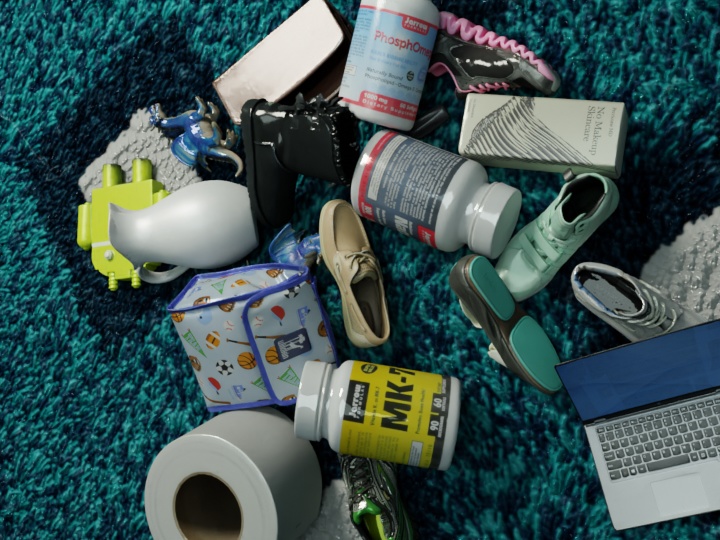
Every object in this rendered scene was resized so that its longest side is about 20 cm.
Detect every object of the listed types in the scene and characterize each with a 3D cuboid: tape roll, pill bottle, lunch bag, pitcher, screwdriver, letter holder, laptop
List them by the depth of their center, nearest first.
[{"bbox_3d":[0.340,0.180,0.902,0.184,0.115,0.205,-19,77,21],"label":"laptop"},{"bbox_3d":[0.021,0.176,1.008,0.195,0.114,0.117,8,87,3],"label":"pill bottle"},{"bbox_3d":[0.097,-0.093,1.032,0.197,0.119,0.122,24,94,24],"label":"pill bottle"},{"bbox_3d":[0.042,-0.293,1.050,0.107,0.108,0.205,19,103,23],"label":"pill bottle"},{"bbox_3d":[-0.166,0.295,1.072,0.198,0.139,0.208,3,98,22],"label":"tape roll"},{"bbox_3d":[-0.134,0.088,1.084,0.195,0.124,0.173,-9,115,17],"label":"lunch bag"},{"bbox_3d":[0.035,-0.170,1.118,0.197,0.028,0.030,-28,44,20],"label":"screwdriver"},{"bbox_3d":[-0.083,-0.256,1.138,0.198,0.100,0.144,-34,75,16],"label":"letter holder"},{"bbox_3d":[-0.246,-0.046,1.176,0.195,0.173,0.123,-10,60,-3],"label":"pitcher"}]

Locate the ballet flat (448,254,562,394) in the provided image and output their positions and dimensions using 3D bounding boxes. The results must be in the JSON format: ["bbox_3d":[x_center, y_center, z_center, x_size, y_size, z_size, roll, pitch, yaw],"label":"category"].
[{"bbox_3d":[0.177,0.068,1.005,0.202,0.068,0.068,56,146,-4],"label":"ballet flat"}]

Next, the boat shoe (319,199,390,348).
[{"bbox_3d":[0.000,0.000,1.076,0.064,0.070,0.204,-19,87,63],"label":"boat shoe"}]

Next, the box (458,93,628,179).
[{"bbox_3d":[0.228,-0.169,1.012,0.196,0.068,0.084,7,86,24],"label":"box"}]

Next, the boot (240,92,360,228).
[{"bbox_3d":[-0.074,-0.138,1.076,0.159,0.073,0.202,11,123,30],"label":"boot"}]

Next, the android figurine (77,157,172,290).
[{"bbox_3d":[-0.369,-0.071,1.273,0.178,0.041,0.205,-4,81,22],"label":"android figurine"}]

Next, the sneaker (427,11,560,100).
[{"bbox_3d":[0.165,-0.259,1.051,0.198,0.078,0.097,34,104,30],"label":"sneaker"}]

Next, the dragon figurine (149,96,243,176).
[{"bbox_3d":[-0.241,-0.187,1.212,0.099,0.059,0.201,-43,70,18],"label":"dragon figurine"}]

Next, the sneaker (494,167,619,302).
[{"bbox_3d":[0.223,-0.043,0.974,0.201,0.118,0.074,-47,71,13],"label":"sneaker"}]

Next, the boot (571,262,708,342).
[{"bbox_3d":[0.329,0.056,0.930,0.198,0.095,0.075,30,96,23],"label":"boot"}]

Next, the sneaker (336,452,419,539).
[{"bbox_3d":[0.014,0.278,1.047,0.077,0.085,0.203,-29,73,17],"label":"sneaker"}]

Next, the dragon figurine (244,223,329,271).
[{"bbox_3d":[-0.090,-0.027,1.137,0.099,0.059,0.202,39,100,21],"label":"dragon figurine"}]
